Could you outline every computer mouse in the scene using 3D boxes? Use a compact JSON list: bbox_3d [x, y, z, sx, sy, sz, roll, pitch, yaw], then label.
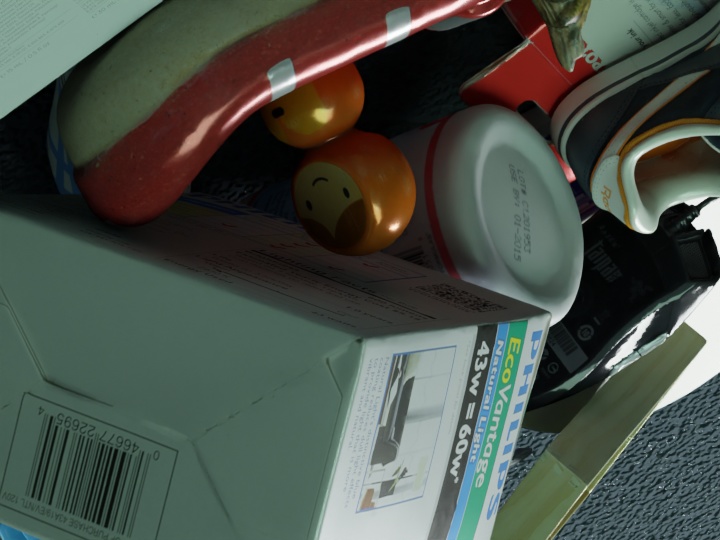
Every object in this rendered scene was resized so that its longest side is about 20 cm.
[{"bbox_3d":[0.150,0.022,1.225,0.200,0.141,0.046,-41,151,-1],"label":"computer mouse"}]

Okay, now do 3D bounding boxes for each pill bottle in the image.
[{"bbox_3d":[0.000,0.000,1.215,0.199,0.110,0.108,-19,151,34],"label":"pill bottle"}]

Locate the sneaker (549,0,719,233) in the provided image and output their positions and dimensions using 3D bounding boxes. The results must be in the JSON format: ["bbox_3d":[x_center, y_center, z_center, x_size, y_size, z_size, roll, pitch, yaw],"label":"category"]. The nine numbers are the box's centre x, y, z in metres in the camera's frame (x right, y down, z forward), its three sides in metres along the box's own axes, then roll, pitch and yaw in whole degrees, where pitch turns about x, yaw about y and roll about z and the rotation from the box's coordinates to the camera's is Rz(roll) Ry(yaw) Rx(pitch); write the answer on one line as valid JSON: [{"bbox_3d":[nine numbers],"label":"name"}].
[{"bbox_3d":[0.191,-0.089,1.189,0.199,0.080,0.078,-35,141,7],"label":"sneaker"}]

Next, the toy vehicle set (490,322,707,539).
[{"bbox_3d":[0.106,0.105,1.288,0.125,0.026,0.200,-56,171,29],"label":"toy vehicle set"}]

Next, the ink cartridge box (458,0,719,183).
[{"bbox_3d":[0.137,-0.141,1.215,0.200,0.067,0.116,-37,141,11],"label":"ink cartridge box"}]

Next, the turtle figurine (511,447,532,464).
[{"bbox_3d":[-0.020,0.113,1.350,0.144,0.193,0.202,15,89,-68],"label":"turtle figurine"}]

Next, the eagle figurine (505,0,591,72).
[{"bbox_3d":[0.145,-0.177,1.080,0.199,0.151,0.152,-35,159,-9],"label":"eagle figurine"}]

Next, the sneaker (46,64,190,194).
[{"bbox_3d":[-0.102,-0.070,1.145,0.071,0.073,0.201,-17,142,-17],"label":"sneaker"}]

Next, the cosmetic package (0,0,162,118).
[{"bbox_3d":[-0.103,-0.159,0.906,0.199,0.052,0.151,-34,146,10],"label":"cosmetic package"}]

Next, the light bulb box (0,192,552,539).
[{"bbox_3d":[-0.053,0.051,1.063,0.200,0.197,0.126,-3,110,-64],"label":"light bulb box"}]

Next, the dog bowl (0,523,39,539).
[{"bbox_3d":[-0.137,0.078,1.251,0.111,0.050,0.201,-9,122,17],"label":"dog bowl"}]

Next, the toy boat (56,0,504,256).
[{"bbox_3d":[-0.021,-0.067,1.024,0.199,0.132,0.130,-27,-174,-16],"label":"toy boat"}]

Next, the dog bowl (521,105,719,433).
[{"bbox_3d":[0.135,-0.006,1.358,0.199,0.079,0.201,-17,141,-14],"label":"dog bowl"}]
